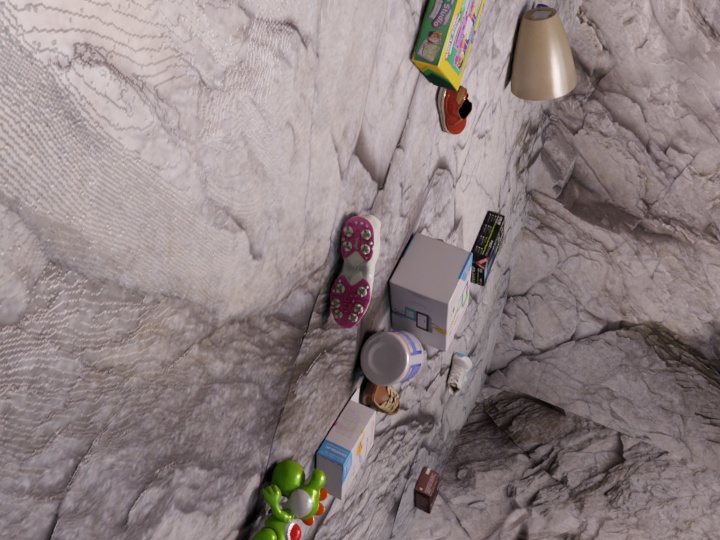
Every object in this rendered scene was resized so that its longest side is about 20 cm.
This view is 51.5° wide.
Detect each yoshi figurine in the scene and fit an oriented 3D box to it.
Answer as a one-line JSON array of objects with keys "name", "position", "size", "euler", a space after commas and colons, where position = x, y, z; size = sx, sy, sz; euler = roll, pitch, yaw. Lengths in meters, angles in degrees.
[{"name": "yoshi figurine", "position": [-0.144, 0.408, 1.268], "size": [0.201, 0.111, 0.112], "euler": [-50, 115, -18]}]

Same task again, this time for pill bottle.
[{"name": "pill bottle", "position": [0.077, 0.189, 1.637], "size": [0.115, 0.109, 0.199], "euler": [-71, 163, 2]}]

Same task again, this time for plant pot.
[{"name": "plant pot", "position": [0.496, -0.602, 2.041], "size": [0.188, 0.183, 0.204], "euler": [-54, 142, -42]}]

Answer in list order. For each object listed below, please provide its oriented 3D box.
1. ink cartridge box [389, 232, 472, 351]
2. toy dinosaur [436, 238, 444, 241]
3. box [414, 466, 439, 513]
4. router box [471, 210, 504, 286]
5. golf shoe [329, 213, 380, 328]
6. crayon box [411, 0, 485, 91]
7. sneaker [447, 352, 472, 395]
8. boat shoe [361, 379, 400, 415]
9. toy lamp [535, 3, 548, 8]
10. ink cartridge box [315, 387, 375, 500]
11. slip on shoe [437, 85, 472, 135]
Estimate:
[{"name": "ink cartridge box", "position": [0.159, 0.051, 1.689], "size": [0.149, 0.143, 0.202], "euler": [-59, 159, -30]}, {"name": "toy dinosaur", "position": [0.195, 0.022, 1.910], "size": [0.106, 0.059, 0.205], "euler": [-46, 150, -56]}, {"name": "box", "position": [0.261, 0.863, 2.932], "size": [0.101, 0.073, 0.202], "euler": [-60, 157, -30]}, {"name": "router box", "position": [0.419, -0.072, 2.482], "size": [0.151, 0.061, 0.204], "euler": [74, 38, -63]}, {"name": "golf shoe", "position": [0.000, 0.000, 1.284], "size": [0.091, 0.074, 0.205], "euler": [-40, 145, -64]}, {"name": "crayon box", "position": [0.165, -0.449, 1.350], "size": [0.172, 0.057, 0.206], "euler": [4, 103, -71]}, {"name": "sneaker", "position": [0.361, 0.381, 2.747], "size": [0.081, 0.075, 0.203], "euler": [-54, 154, -37]}, {"name": "boat shoe", "position": [0.055, 0.291, 1.735], "size": [0.077, 0.072, 0.200], "euler": [-67, 162, -12]}, {"name": "toy lamp", "position": [0.502, -0.661, 2.156], "size": [0.058, 0.057, 0.204], "euler": [-46, 151, -52]}, {"name": "ink cartridge box", "position": [-0.022, 0.363, 1.584], "size": [0.201, 0.066, 0.117], "euler": [-53, 155, -45]}, {"name": "slip on shoe", "position": [0.207, -0.338, 1.584], "size": [0.200, 0.060, 0.076], "euler": [44, 65, -72]}]
